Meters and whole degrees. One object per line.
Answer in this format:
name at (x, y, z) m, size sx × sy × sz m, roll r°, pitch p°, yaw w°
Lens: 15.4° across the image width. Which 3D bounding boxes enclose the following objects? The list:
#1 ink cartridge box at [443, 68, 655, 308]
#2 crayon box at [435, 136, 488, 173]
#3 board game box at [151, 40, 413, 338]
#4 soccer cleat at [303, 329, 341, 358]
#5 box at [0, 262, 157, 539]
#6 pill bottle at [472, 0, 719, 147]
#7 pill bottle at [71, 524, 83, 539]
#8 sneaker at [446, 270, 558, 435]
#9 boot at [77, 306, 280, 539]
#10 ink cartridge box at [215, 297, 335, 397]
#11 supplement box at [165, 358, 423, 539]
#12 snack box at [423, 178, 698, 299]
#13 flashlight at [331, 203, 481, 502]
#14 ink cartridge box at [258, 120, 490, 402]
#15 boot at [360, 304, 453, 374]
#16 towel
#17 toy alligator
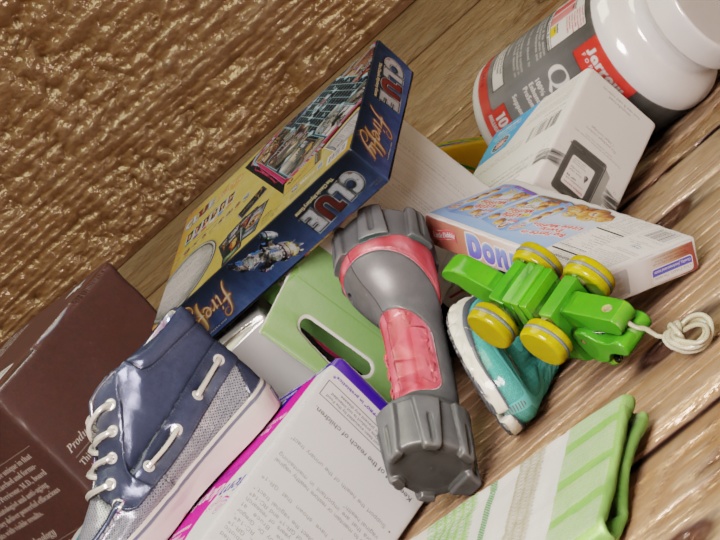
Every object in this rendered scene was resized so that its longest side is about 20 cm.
ink cartridge box at (0.114, -0.033, 1.820) m, size 0.116 × 0.067 × 0.200 m, roll -34°, pitch 21°, yaw 47°
crayon box at (0.039, -0.066, 2.026) m, size 0.200 × 0.052 × 0.126 m, roll -12°, pitch 4°, yaw -22°
board game box at (-0.050, -0.045, 1.718) m, size 0.200 × 0.035 × 0.136 m, roll -41°, pitch 20°, yaw 31°
soccer cleat at (0.013, -0.011, 1.836) m, size 0.086 × 0.070 × 0.200 m, roll -54°, pitch 5°, yaw 29°
box at (-0.205, 0.139, 2.043) m, size 0.164 × 0.200 × 0.166 m, roll -33°, pitch 14°, yaw 49°
pill bottle at (0.184, -0.149, 1.918) m, size 0.200 × 0.116 × 0.116 m, roll -36°, pitch 12°, yaw 41°
pill bottle at (-0.125, 0.196, 1.736) m, size 0.111 × 0.111 × 0.200 m, roll -50°, pitch 11°, yaw -32°
sneaker at (0.106, 0.028, 1.625) m, size 0.080 × 0.078 × 0.200 m, roll -26°, pitch 18°, yaw 24°
boot at (-0.143, 0.118, 1.599) m, size 0.200 × 0.090 × 0.073 m, roll -49°, pitch 9°, yaw -24°
ink cartridge box at (-0.053, 0.087, 1.802) m, size 0.083 × 0.147 × 0.200 m, roll -43°, pitch 11°, yaw 4°
supplement box at (-0.051, 0.164, 1.595) m, size 0.101 × 0.103 × 0.200 m, roll -34°, pitch 15°, yaw 49°
snack box at (0.120, -0.019, 1.636) m, size 0.072 × 0.024 × 0.200 m, roll -22°, pitch 22°, yaw -24°
flashlight at (0.025, 0.047, 1.608) m, size 0.068 × 0.068 × 0.200 m, roll -13°, pitch 43°, yaw 5°
ink cartridge box at (0.000, 0.000, 1.737) m, size 0.059 × 0.104 × 0.200 m, roll -30°, pitch 28°, yaw 53°
boot at (0.034, 0.018, 1.965) m, size 0.165 × 0.066 × 0.200 m, roll -57°, pitch 11°, yaw -21°
towel at (0.066, 0.156, 1.387) m, size 0.200 × 0.031 × 0.149 m, roll -37°, pitch 14°, yaw 25°
toy alligator at (0.128, 0.031, 1.515) m, size 0.200 × 0.054 × 0.059 m, roll 17°, pitch 62°, yaw 43°
